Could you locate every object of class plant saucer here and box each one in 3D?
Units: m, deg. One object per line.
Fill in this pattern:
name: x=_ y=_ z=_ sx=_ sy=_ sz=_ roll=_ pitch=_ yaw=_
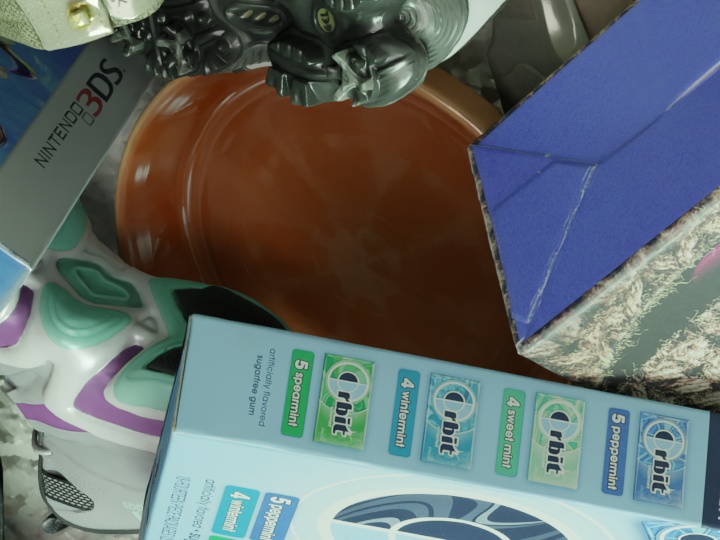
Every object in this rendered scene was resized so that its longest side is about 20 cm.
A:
plant saucer: x=0.000 y=0.000 z=0.983 sx=0.199 sy=0.032 sz=0.202 roll=16 pitch=127 yaw=22

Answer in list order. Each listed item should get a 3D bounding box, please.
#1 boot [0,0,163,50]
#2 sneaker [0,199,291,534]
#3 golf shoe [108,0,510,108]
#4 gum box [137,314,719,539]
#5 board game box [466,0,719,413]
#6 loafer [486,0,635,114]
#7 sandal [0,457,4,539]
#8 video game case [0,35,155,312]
boot: x=-0.095 y=-0.144 z=0.786 sx=0.199 sy=0.072 sz=0.155 roll=1 pitch=130 yaw=49
sneaker: x=-0.120 y=0.045 z=1.018 sx=0.199 sy=0.078 sz=0.141 roll=33 pitch=136 yaw=19
golf shoe: x=-0.025 y=-0.108 z=0.914 sx=0.199 sy=0.094 sz=0.078 roll=26 pitch=131 yaw=42
gum box: x=0.028 y=0.083 z=0.896 sx=0.198 sy=0.045 sz=0.170 roll=10 pitch=155 yaw=-6
board game box: x=0.164 y=-0.014 z=0.873 sx=0.199 sy=0.097 sz=0.159 roll=27 pitch=126 yaw=-35
loafer: x=0.072 y=-0.120 z=0.911 sx=0.072 sy=0.063 sz=0.201 roll=23 pitch=134 yaw=52
sandal: x=-0.177 y=0.112 z=1.089 sx=0.075 sy=0.048 sz=0.201 roll=0 pitch=147 yaw=-14
video game case: x=-0.172 y=-0.093 z=0.907 sx=0.200 sy=0.182 sz=0.045 roll=40 pitch=119 yaw=-10
